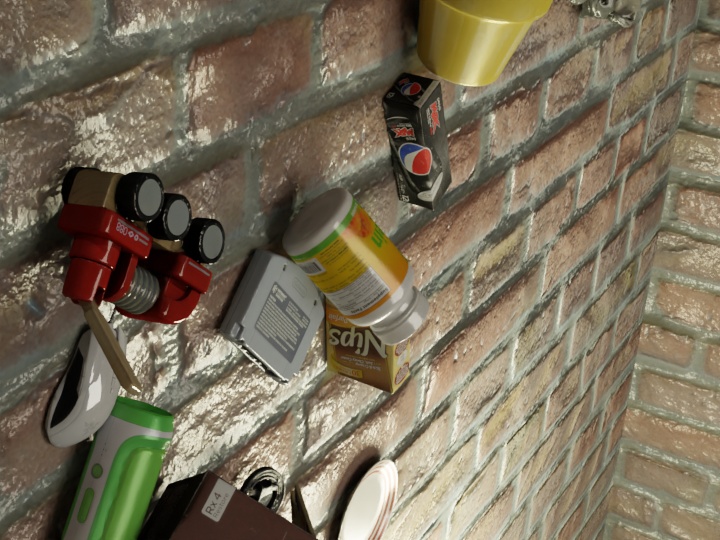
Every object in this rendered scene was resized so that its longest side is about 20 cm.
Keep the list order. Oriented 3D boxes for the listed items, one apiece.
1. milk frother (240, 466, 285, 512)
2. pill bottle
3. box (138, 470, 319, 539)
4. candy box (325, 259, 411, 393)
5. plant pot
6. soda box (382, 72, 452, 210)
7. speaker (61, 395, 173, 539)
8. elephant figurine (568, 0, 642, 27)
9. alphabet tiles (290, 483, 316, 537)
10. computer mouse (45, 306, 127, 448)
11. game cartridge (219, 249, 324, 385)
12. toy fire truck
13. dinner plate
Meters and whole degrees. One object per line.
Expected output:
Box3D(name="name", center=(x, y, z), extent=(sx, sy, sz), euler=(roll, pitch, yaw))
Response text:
Box3D(name="milk frother", center=(-0.097, 0.394, 1.656), extent=(0.181, 0.186, 0.202), euler=(-45, 148, -60))
Box3D(name="pill bottle", center=(0.000, 0.000, 1.606), extent=(0.200, 0.110, 0.112), euler=(48, 57, -23))
Box3D(name="box", center=(-0.171, 0.348, 1.417), extent=(0.167, 0.163, 0.200), euler=(-61, -168, -21))
Box3D(name="candy box", center=(0.011, 0.066, 1.763), extent=(0.055, 0.114, 0.202), euler=(-41, 140, -47))
Box3D(name="plant pot", center=(0.163, -0.374, 1.734), extent=(0.201, 0.199, 0.190), euler=(-44, 159, -45))
Box3D(name="soda box", center=(0.086, -0.188, 1.821), extent=(0.071, 0.063, 0.201), euler=(-55, 149, -33))
Box3D(name="speaker", center=(-0.268, 0.243, 1.342), extent=(0.088, 0.088, 0.202), euler=(23, 85, -65))
Box3D(name="elephant figurine", center=(0.467, -0.525, 2.348), extent=(0.201, 0.155, 0.141), euler=(-54, -167, -15))
Box3D(name="alphabet tiles", center=(-0.062, 0.365, 1.500), extent=(0.200, 0.007, 0.169), euler=(-119, -156, -61))
Box3D(name="computer mouse", center=(-0.266, 0.096, 1.299), extent=(0.110, 0.043, 0.202), euler=(37, 72, -64))
Box3D(name="game cartridge", center=(-0.110, 0.057, 1.606), extent=(0.134, 0.041, 0.200), euler=(-69, 155, -18))
Box3D(name="toy fire truck", center=(-0.219, 0.021, 1.204), extent=(0.176, 0.127, 0.202), euler=(39, 63, -57))
Box3D(name="dinner plate", center=(0.006, 0.410, 2.078), extent=(0.200, 0.024, 0.202), euler=(-42, 141, -48))
